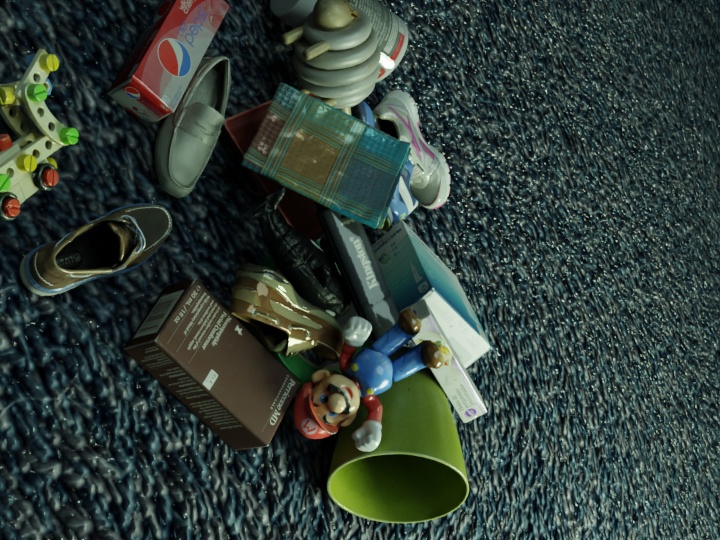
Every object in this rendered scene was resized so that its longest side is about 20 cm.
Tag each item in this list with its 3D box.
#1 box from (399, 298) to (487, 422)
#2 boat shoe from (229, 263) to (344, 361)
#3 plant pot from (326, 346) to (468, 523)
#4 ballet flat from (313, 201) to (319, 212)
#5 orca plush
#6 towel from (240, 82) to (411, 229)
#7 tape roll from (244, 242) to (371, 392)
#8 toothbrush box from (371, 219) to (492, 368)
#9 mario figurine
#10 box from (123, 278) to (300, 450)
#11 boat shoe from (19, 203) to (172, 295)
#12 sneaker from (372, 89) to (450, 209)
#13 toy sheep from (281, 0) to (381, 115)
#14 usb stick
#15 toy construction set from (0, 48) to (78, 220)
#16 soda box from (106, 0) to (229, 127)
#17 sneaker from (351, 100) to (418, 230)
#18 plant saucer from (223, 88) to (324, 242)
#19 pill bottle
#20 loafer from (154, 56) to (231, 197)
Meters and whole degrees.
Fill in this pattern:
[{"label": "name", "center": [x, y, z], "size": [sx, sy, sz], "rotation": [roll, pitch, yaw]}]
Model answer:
[{"label": "box", "center": [0.115, 0.126, 1.200], "size": [0.201, 0.038, 0.042], "rotation": [58, 10, -33]}, {"label": "boat shoe", "center": [-0.094, 0.068, 1.085], "size": [0.200, 0.075, 0.074], "rotation": [42, 61, -41]}, {"label": "plant pot", "center": [0.052, 0.211, 1.212], "size": [0.187, 0.186, 0.201], "rotation": [38, 38, -33]}, {"label": "ballet flat", "center": [-0.054, -0.152, 1.196], "size": [0.073, 0.073, 0.201], "rotation": [-16, 78, -47]}, {"label": "orca plush", "center": [-0.058, -0.016, 1.130], "size": [0.105, 0.071, 0.201], "rotation": [-37, 115, -34]}, {"label": "towel", "center": [-0.039, -0.150, 1.144], "size": [0.199, 0.022, 0.148], "rotation": [25, 59, -7]}, {"label": "tape roll", "center": [-0.068, 0.064, 1.205], "size": [0.199, 0.048, 0.202], "rotation": [16, 67, -42]}, {"label": "toothbrush box", "center": [0.094, 0.040, 1.287], "size": [0.146, 0.085, 0.201], "rotation": [43, 16, -30]}, {"label": "mario figurine", "center": [0.005, 0.138, 1.084], "size": [0.124, 0.199, 0.106], "rotation": [51, -5, 37]}, {"label": "box", "center": [-0.174, 0.117, 1.059], "size": [0.200, 0.075, 0.101], "rotation": [49, 48, -27]}, {"label": "boat shoe", "center": [-0.279, -0.027, 0.991], "size": [0.200, 0.072, 0.073], "rotation": [-37, 105, -46]}, {"label": "sneaker", "center": [0.069, -0.185, 1.411], "size": [0.088, 0.081, 0.201], "rotation": [-32, 93, -45]}, {"label": "toy sheep", "center": [-0.035, -0.294, 1.235], "size": [0.201, 0.137, 0.138], "rotation": [87, 24, -49]}, {"label": "usb stick", "center": [0.000, 0.000, 1.151], "size": [0.055, 0.033, 0.202], "rotation": [-24, 95, -20]}, {"label": "toy construction set", "center": [-0.376, -0.130, 0.905], "size": [0.200, 0.092, 0.132], "rotation": [-41, 133, -37]}, {"label": "soda box", "center": [-0.240, -0.282, 1.117], "size": [0.070, 0.063, 0.201], "rotation": [40, 53, -31]}, {"label": "sneaker", "center": [0.030, -0.167, 1.348], "size": [0.082, 0.074, 0.202], "rotation": [-23, 104, -23]}, {"label": "plant saucer", "center": [-0.082, -0.147, 1.242], "size": [0.200, 0.037, 0.200], "rotation": [-35, 93, -45]}, {"label": "pill bottle", "center": [-0.031, -0.379, 1.330], "size": [0.199, 0.113, 0.115], "rotation": [26, 60, -40]}, {"label": "loafer", "center": [-0.209, -0.188, 1.116], "size": [0.070, 0.069, 0.202], "rotation": [27, 59, -38]}]
